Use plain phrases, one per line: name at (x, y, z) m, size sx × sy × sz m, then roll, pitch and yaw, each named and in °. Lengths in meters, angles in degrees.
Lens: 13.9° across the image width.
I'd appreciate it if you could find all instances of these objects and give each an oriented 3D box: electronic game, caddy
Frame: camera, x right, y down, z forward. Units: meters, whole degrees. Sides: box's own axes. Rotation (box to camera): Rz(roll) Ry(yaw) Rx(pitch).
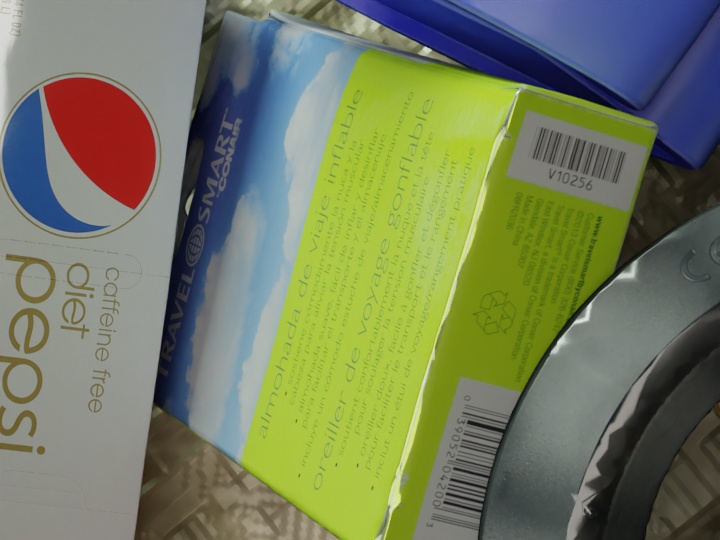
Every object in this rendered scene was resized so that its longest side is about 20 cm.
electronic game at (0.126, 0.075, 0.709) m, size 0.199 × 0.042 × 0.201 m, roll 0°, pitch 92°, yaw -4°
caddy at (0.039, -0.113, 0.787) m, size 0.200 × 0.141 × 0.105 m, roll 28°, pitch 88°, yaw 22°

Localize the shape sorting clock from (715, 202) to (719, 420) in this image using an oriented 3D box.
shape sorting clock at (0.185, 0.000, 0.765) m, size 0.199 × 0.039 × 0.201 m, roll -6°, pitch 112°, yaw -14°

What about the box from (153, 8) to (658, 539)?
box at (0.000, 0.000, 0.796) m, size 0.048 × 0.200 × 0.122 m, roll 15°, pitch 94°, yaw -24°

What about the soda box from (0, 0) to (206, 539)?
soda box at (-0.090, -0.004, 0.849) m, size 0.064 × 0.068 × 0.201 m, roll 7°, pitch 91°, yaw -16°
